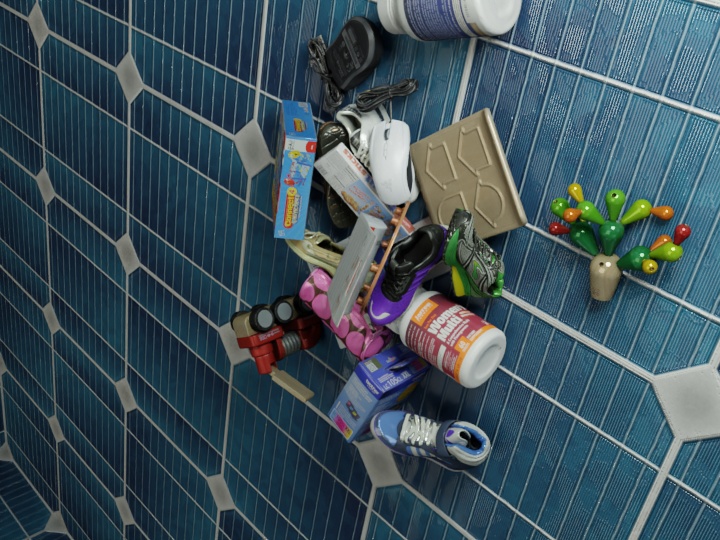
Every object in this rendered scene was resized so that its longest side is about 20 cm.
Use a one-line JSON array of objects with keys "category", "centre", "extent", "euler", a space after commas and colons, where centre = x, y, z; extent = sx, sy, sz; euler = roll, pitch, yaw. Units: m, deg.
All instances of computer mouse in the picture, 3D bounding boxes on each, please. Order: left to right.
[{"category": "computer mouse", "centre": [-0.015, -0.373, 1.338], "extent": [0.200, 0.053, 0.139], "euler": [-21, 88, 59]}, {"category": "computer mouse", "centre": [0.048, -0.207, 1.260], "extent": [0.109, 0.044, 0.200], "euler": [-5, 90, 22]}]

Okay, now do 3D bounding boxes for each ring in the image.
[{"category": "ring", "centre": [0.034, -0.023, 1.264], "extent": [0.019, 0.201, 0.201], "euler": [23, 126, 2]}]

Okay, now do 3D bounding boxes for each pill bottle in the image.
[{"category": "pill bottle", "centre": [0.136, 0.102, 1.303], "extent": [0.200, 0.109, 0.110], "euler": [33, 126, 34]}, {"category": "pill bottle", "centre": [0.124, -0.394, 1.132], "extent": [0.200, 0.111, 0.111], "euler": [11, 112, 44]}]

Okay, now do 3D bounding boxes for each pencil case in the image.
[{"category": "pencil case", "centre": [-0.029, 0.075, 1.427], "extent": [0.200, 0.091, 0.094], "euler": [42, 164, 25]}]

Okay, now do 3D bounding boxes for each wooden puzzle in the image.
[{"category": "wooden puzzle", "centre": [0.171, -0.140, 1.229], "extent": [0.200, 0.046, 0.186], "euler": [-19, 90, 53]}]

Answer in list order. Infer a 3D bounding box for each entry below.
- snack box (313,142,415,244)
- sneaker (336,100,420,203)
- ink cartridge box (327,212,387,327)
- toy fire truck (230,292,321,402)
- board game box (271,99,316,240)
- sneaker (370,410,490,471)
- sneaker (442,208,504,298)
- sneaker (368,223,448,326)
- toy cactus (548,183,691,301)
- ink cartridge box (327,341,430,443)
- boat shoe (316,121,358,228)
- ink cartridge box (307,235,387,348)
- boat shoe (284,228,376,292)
[{"category": "snack box", "centre": [0.007, -0.129, 1.356], "extent": [0.200, 0.024, 0.072], "euler": [48, 139, -14]}, {"category": "sneaker", "centre": [0.029, -0.197, 1.329], "extent": [0.076, 0.080, 0.200], "euler": [-41, 75, 44]}, {"category": "ink cartridge box", "centre": [0.000, 0.000, 1.272], "extent": [0.200, 0.047, 0.160], "euler": [-116, 48, -74]}, {"category": "toy fire truck", "centre": [-0.144, 0.157, 1.570], "extent": [0.129, 0.176, 0.200], "euler": [-10, 97, 47]}, {"category": "board game box", "centre": [-0.126, -0.189, 1.433], "extent": [0.200, 0.056, 0.196], "euler": [-103, 21, -60]}, {"category": "sneaker", "centre": [0.126, 0.279, 1.335], "extent": [0.200, 0.081, 0.146], "euler": [24, 151, -2]}, {"category": "sneaker", "centre": [0.180, -0.026, 1.198], "extent": [0.085, 0.078, 0.200], "euler": [6, 150, 23]}, {"category": "sneaker", "centre": [0.064, 0.003, 1.240], "extent": [0.070, 0.099, 0.200], "euler": [42, 106, 22]}, {"category": "toy cactus", "centre": [0.341, -0.029, 1.062], "extent": [0.200, 0.102, 0.165], "euler": [20, 128, 32]}, {"category": "ink cartridge box", "centre": [0.039, 0.212, 1.425], "extent": [0.076, 0.136, 0.200], "euler": [47, 133, 22]}, {"category": "boat shoe", "centre": [-0.039, -0.179, 1.422], "extent": [0.074, 0.076, 0.200], "euler": [-127, 28, -60]}, {"category": "ink cartridge box", "centre": [-0.004, 0.037, 1.479], "extent": [0.200, 0.043, 0.197], "euler": [-24, 86, 50]}, {"category": "boat shoe", "centre": [-0.055, -0.036, 1.429], "extent": [0.201, 0.073, 0.063], "euler": [36, 117, 28]}]
